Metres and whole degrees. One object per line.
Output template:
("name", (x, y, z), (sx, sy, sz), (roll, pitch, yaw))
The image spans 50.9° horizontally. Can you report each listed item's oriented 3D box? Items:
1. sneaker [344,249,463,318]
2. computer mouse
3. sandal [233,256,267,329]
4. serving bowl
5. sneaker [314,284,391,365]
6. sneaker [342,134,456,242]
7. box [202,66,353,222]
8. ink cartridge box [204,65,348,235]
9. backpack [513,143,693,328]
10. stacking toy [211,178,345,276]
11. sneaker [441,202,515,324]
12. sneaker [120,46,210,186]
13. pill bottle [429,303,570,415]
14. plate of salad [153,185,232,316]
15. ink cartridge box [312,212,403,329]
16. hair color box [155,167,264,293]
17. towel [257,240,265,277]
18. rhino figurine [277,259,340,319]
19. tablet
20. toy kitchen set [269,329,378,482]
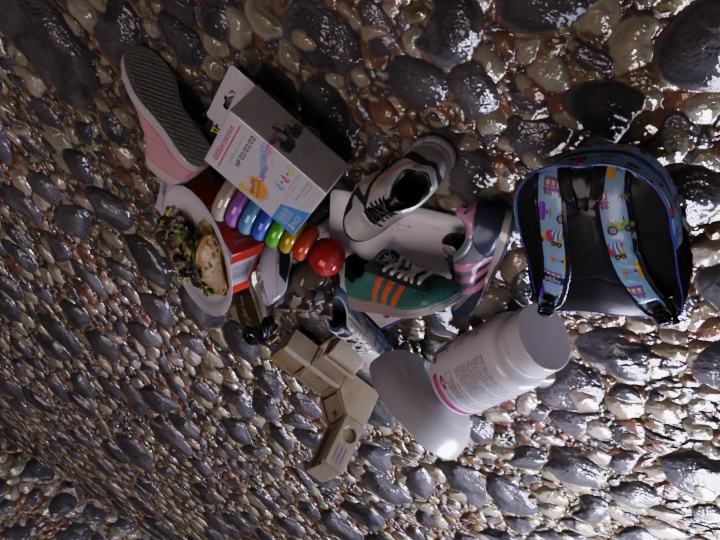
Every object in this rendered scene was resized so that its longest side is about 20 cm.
("sneaker", (0.049, 0.014, 1.033), (0.198, 0.071, 0.081), (0, 112, 43))
("computer mouse", (-0.139, 0.014, 1.157), (0.043, 0.203, 0.109), (15, 169, -20))
("sandal", (-0.175, 0.012, 1.227), (0.080, 0.054, 0.203), (11, 119, 43))
("serving bowl", (0.106, 0.196, 1.189), (0.200, 0.200, 0.066), (43, 104, -10))
("sneaker", (-0.015, 0.096, 1.241), (0.071, 0.073, 0.201), (-10, 125, 40))
("sneaker", (0.035, -0.095, 0.975), (0.074, 0.080, 0.200), (41, 132, -9))
("box", (-0.127, -0.165, 1.073), (0.199, 0.044, 0.160), (38, 142, -3))
("ink cartridge box", (-0.128, -0.155, 0.993), (0.199, 0.068, 0.115), (40, 141, -5))
("backpack", (0.264, -0.053, 0.826), (0.181, 0.135, 0.201), (3, 132, 35))
("stacking toy", (-0.107, -0.061, 1.070), (0.198, 0.086, 0.086), (31, 142, -1))
("sneaker", (0.141, -0.012, 1.011), (0.081, 0.071, 0.202), (19, 132, 4))
("sneaker", (-0.295, -0.213, 1.093), (0.104, 0.075, 0.202), (-31, 89, 51))
("pill bottle", (0.197, 0.128, 1.081), (0.113, 0.114, 0.200), (41, 142, -8))
("plate of salad", (-0.250, -0.024, 1.114), (0.199, 0.048, 0.202), (31, 132, 41))
("ink cartridge box", (0.000, 0.000, 1.158), (0.200, 0.037, 0.094), (48, 139, -12))
("hair color box", (-0.236, -0.072, 1.166), (0.201, 0.063, 0.111), (52, 140, 19))
("towel", (-0.218, -0.049, 1.270), (0.198, 0.035, 0.134), (4, 133, 33))
("rhino figurine", (-0.092, 0.025, 1.174), (0.059, 0.089, 0.199), (21, 170, -28))
("tablet", (0.049, -0.040, 1.067), (0.197, 0.014, 0.131), (15, 129, 15))
("toy kitchen set", (-0.069, 0.222, 1.320), (0.199, 0.181, 0.163), (38, 141, -11))
